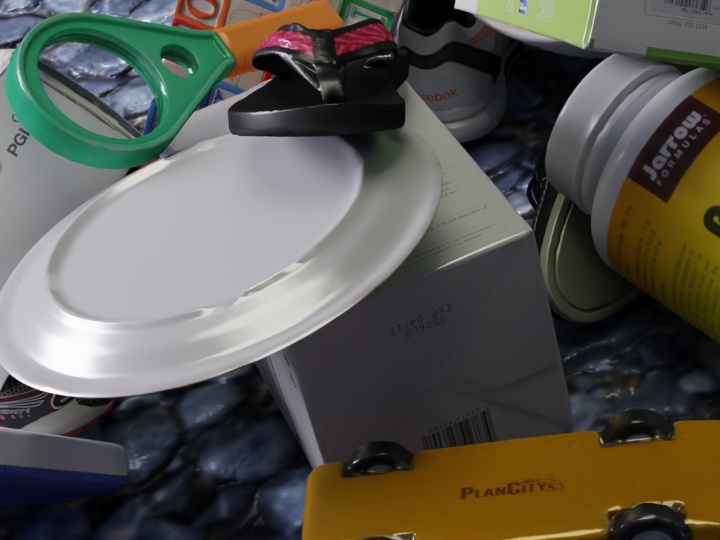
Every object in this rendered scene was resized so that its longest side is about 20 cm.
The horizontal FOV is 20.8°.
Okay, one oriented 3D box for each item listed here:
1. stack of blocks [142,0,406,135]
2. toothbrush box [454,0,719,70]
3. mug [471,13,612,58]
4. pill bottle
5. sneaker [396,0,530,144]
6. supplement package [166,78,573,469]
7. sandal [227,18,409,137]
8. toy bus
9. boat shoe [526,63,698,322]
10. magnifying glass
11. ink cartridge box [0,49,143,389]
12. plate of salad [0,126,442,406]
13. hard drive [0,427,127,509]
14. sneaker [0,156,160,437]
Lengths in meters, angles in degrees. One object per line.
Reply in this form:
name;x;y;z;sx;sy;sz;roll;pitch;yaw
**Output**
stack of blocks;-0.038;-0.143;1.070;0.115;0.200;0.059;22;41;0
toothbrush box;0.142;-0.141;0.892;0.145;0.086;0.200;6;12;-15
mug;0.128;-0.216;1.108;0.147;0.201;0.175;-24;-9;23
pill bottle;0.181;-0.019;0.880;0.109;0.109;0.200;-35;55;-27
sneaker;0.065;-0.157;1.163;0.073;0.080;0.200;-5;35;15
supplement package;0.000;0.000;0.936;0.121;0.120;0.200;-22;37;-8
sandal;-0.015;-0.091;0.860;0.075;0.045;0.200;0;15;5
toy bus;0.079;0.110;0.798;0.199;0.078;0.065;-8;37;8
boat shoe;0.120;-0.048;1.010;0.066;0.074;0.200;-15;41;45
magnifying glass;-0.082;-0.098;0.931;0.200;0.022;0.080;-22;70;-46
ink cartridge box;-0.208;-0.032;0.983;0.146;0.085;0.200;-61;26;-9
plate of salad;-0.058;-0.003;0.818;0.199;0.048;0.200;-16;31;10
hard drive;-0.190;0.090;0.845;0.132;0.025;0.200;-8;-8;7
sneaker;-0.152;0.014;1.006;0.080;0.075;0.200;3;40;22
